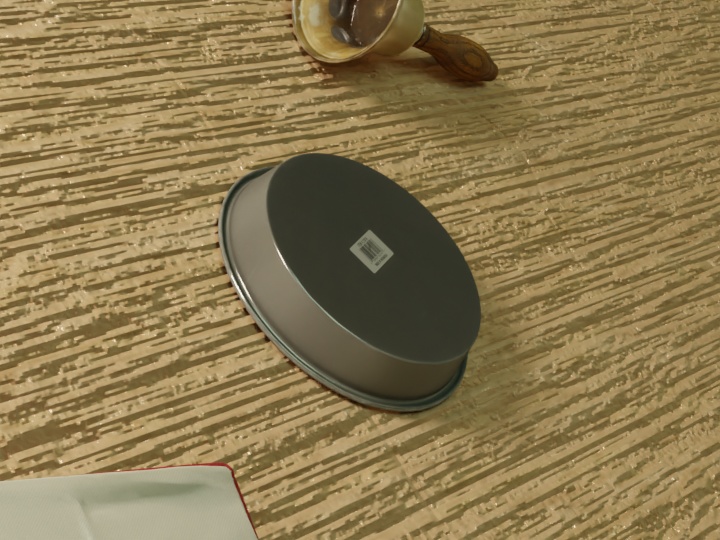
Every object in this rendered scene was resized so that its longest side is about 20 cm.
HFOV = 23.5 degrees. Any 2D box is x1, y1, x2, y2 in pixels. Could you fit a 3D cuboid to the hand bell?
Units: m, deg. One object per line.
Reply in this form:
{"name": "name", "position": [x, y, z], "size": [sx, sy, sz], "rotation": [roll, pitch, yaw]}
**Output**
{"name": "hand bell", "position": [0.048, -0.185, 1.362], "size": [0.200, 0.104, 0.104], "rotation": [18, 40, -52]}

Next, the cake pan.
{"name": "cake pan", "position": [0.000, 0.000, 1.137], "size": [0.200, 0.037, 0.200], "rotation": [27, 38, -23]}

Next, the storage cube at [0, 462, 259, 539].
{"name": "storage cube", "position": [-0.128, 0.195, 0.673], "size": [0.200, 0.180, 0.171], "rotation": [1, 53, -44]}
